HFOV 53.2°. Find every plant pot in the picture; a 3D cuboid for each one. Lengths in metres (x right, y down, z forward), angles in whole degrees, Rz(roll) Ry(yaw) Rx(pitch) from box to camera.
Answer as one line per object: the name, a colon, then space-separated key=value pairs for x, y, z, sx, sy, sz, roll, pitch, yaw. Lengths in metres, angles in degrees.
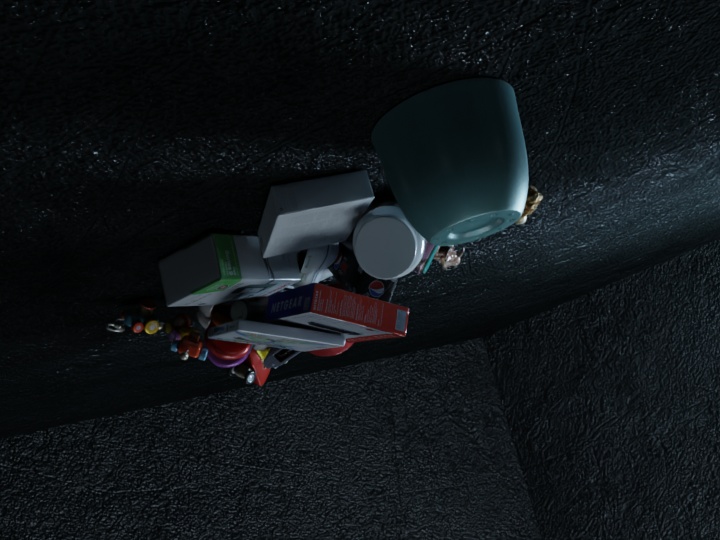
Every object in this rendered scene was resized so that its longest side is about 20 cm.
plant pot: x=0.130 y=-0.128 z=0.943 sx=0.198 sy=0.163 sz=0.201 roll=-15 pitch=167 yaw=-4

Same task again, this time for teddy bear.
teddy bear: x=0.245 y=-0.112 z=1.357 sx=0.198 sy=0.068 sz=0.145 roll=-6 pitch=167 yaw=-32

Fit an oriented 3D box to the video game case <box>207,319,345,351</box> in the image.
video game case: x=-0.153 y=0.119 z=1.282 sx=0.198 sy=0.022 sz=0.182 roll=12 pitch=166 yaw=-26

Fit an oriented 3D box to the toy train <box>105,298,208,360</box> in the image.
toy train: x=-0.378 y=0.108 z=1.388 sx=0.198 sy=0.056 sz=0.150 roll=20 pitch=-172 yaw=-2

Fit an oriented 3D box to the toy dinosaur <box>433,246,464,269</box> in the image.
toy dinosaur: x=0.136 y=-0.062 z=1.409 sx=0.134 sy=0.087 sz=0.200 roll=-16 pitch=162 yaw=2

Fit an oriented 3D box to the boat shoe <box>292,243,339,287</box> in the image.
boat shoe: x=-0.105 y=-0.017 z=1.376 sx=0.066 sy=0.074 sz=0.200 roll=7 pitch=149 yaw=-22

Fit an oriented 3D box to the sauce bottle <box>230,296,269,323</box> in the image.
sauce bottle: x=-0.159 y=0.081 z=1.324 sx=0.065 sy=0.067 sz=0.199 roll=-22 pitch=166 yaw=29

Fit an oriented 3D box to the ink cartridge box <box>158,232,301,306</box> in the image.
ink cartridge box: x=-0.221 y=0.001 z=1.244 sx=0.145 sy=0.085 sz=0.199 roll=-23 pitch=166 yaw=34

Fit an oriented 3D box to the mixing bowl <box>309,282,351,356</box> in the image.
mixing bowl: x=-0.074 y=0.128 z=1.672 sx=0.198 sy=0.109 sz=0.201 roll=-19 pitch=-156 yaw=9

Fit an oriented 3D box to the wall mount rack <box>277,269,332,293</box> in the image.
wall mount rack: x=-0.110 y=0.039 z=1.558 sx=0.198 sy=0.075 sz=0.173 roll=-24 pitch=163 yaw=29

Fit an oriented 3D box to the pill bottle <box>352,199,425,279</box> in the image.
pill bottle: x=0.049 y=-0.050 z=1.155 sx=0.115 sy=0.118 sz=0.200 roll=-17 pitch=-173 yaw=10

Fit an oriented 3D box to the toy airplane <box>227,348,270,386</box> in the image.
toy airplane: x=-0.242 y=0.147 z=1.665 sx=0.140 sy=0.201 sz=0.199 roll=-25 pitch=166 yaw=-43

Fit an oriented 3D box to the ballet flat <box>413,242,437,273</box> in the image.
ballet flat: x=0.134 y=-0.089 z=1.264 sx=0.201 sy=0.071 sz=0.069 roll=-58 pitch=173 yaw=17

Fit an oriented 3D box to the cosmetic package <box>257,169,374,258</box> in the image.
cosmetic package: x=-0.076 y=-0.085 z=1.128 sx=0.149 sy=0.052 sz=0.200 roll=-10 pitch=166 yaw=-17

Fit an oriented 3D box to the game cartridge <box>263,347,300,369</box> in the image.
game cartridge: x=-0.111 y=0.118 z=1.487 sx=0.199 sy=0.042 sz=0.134 roll=-36 pitch=-161 yaw=30

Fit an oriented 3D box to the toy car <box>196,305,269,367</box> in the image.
toy car: x=-0.253 y=0.119 z=1.437 sx=0.173 sy=0.151 sz=0.200 roll=23 pitch=157 yaw=-5

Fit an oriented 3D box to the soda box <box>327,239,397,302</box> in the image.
soda box: x=0.000 y=0.000 z=1.292 sx=0.070 sy=0.064 sz=0.200 roll=14 pitch=-167 yaw=-21

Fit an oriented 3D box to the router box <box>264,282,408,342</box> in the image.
router box: x=-0.045 y=0.076 z=1.217 sx=0.178 sy=0.050 sz=0.199 roll=16 pitch=165 yaw=-25
